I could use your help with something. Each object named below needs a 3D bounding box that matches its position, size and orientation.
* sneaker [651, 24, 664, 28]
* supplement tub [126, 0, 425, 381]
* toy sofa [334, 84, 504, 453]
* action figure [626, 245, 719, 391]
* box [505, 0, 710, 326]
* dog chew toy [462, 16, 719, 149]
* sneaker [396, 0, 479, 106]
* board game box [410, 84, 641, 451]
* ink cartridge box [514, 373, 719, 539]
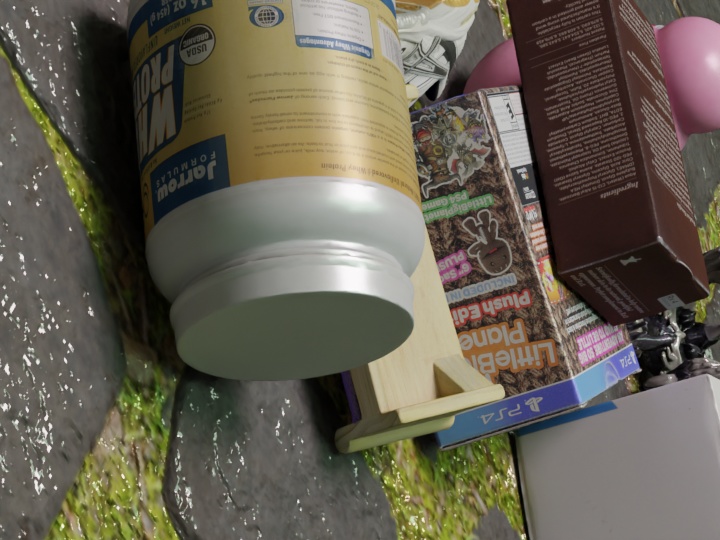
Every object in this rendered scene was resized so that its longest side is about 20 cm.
[{"bbox_3d":[0.162,-0.095,1.814,0.071,0.112,0.201,41,69,-50],"label":"sneaker"},{"bbox_3d":[-0.043,-0.058,1.269,0.145,0.144,0.201,29,48,-55],"label":"supplement tub"},{"bbox_3d":[0.000,0.000,1.414,0.083,0.097,0.201,-11,83,-39],"label":"toy sofa"},{"bbox_3d":[0.233,0.043,1.808,0.200,0.102,0.120,17,68,-58],"label":"action figure"},{"bbox_3d":[0.155,-0.078,1.535,0.100,0.075,0.201,40,35,-56],"label":"box"},{"bbox_3d":[0.170,-0.115,1.668,0.125,0.199,0.125,49,32,-46],"label":"dog chew toy"},{"bbox_3d":[0.008,-0.126,1.466,0.200,0.075,0.088,-17,127,-56],"label":"sneaker"},{"bbox_3d":[0.084,-0.007,1.533,0.159,0.096,0.201,-16,87,-70],"label":"board game box"},{"bbox_3d":[0.219,0.172,1.641,0.200,0.147,0.145,25,52,-57],"label":"ink cartridge box"}]
